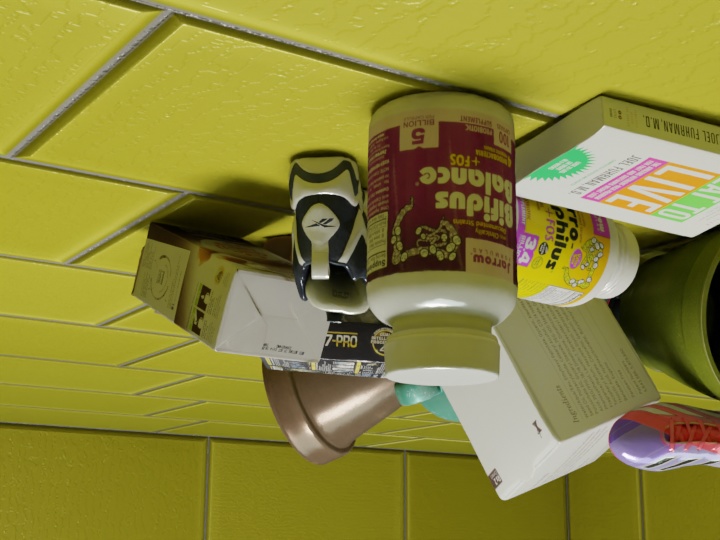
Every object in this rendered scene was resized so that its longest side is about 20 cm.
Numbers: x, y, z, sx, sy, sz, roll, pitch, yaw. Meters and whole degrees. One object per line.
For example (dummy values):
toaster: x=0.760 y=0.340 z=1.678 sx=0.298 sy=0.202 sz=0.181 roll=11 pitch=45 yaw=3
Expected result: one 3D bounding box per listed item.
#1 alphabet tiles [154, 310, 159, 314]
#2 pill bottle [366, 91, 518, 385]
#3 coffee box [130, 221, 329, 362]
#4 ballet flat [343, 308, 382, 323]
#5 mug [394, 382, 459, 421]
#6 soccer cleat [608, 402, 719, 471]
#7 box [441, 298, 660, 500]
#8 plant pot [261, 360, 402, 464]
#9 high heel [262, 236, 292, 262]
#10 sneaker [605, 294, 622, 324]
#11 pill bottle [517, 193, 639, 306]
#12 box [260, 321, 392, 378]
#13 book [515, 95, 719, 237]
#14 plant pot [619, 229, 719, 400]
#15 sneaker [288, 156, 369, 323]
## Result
alphabet tiles: x=-0.128 y=0.034 z=1.292 sx=0.166 sy=0.006 sz=0.200 roll=11 pitch=-166 yaw=24
pill bottle: x=0.060 y=-0.020 z=0.863 sx=0.112 sy=0.201 sz=0.112 roll=0 pitch=166 yaw=0
coffee box: x=-0.125 y=0.019 z=1.127 sx=0.114 sy=0.080 sz=0.200 roll=11 pitch=-173 yaw=-36
ballet flat: x=0.006 y=0.042 z=1.396 sx=0.073 sy=0.073 sz=0.200 roll=-3 pitch=166 yaw=12
mug: x=0.121 y=0.117 z=1.529 sx=0.184 sy=0.153 sz=0.114 roll=17 pitch=162 yaw=-29
soccer cleat: x=0.339 y=0.162 z=1.124 sx=0.199 sy=0.067 sz=0.076 roll=6 pitch=170 yaw=-11
box: x=0.186 y=0.110 z=1.258 sx=0.130 sy=0.200 sz=0.199 roll=-20 pitch=158 yaw=-20
plant pot: x=-0.014 y=0.154 z=1.657 sx=0.174 sy=0.201 sz=0.200 roll=-23 pitch=159 yaw=19
high heel: x=0.000 y=0.000 z=1.224 sx=0.199 sy=0.068 sz=0.096 roll=10 pitch=162 yaw=29
sneaker: x=0.294 y=0.075 z=1.351 sx=0.120 sy=0.201 sz=0.084 roll=-10 pitch=-151 yaw=2
pill bottle: x=0.158 y=-0.025 z=1.043 sx=0.199 sy=0.105 sz=0.104 roll=11 pitch=163 yaw=-39
box: x=-0.032 y=0.091 z=1.344 sx=0.160 sy=0.049 sz=0.200 roll=2 pitch=171 yaw=-1
book: x=0.232 y=-0.084 z=0.941 sx=0.199 sy=0.048 sz=0.134 roll=9 pitch=160 yaw=-25
plant pot: x=0.368 y=0.045 z=1.193 sx=0.200 sy=0.201 sz=0.193 roll=6 pitch=177 yaw=-22
sneaker: x=-0.018 y=-0.012 z=1.048 sx=0.079 sy=0.130 sz=0.199 roll=0 pitch=166 yaw=4
